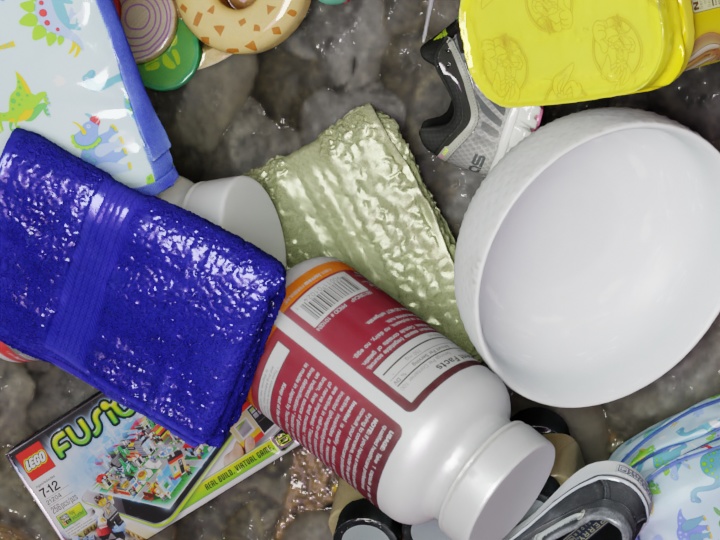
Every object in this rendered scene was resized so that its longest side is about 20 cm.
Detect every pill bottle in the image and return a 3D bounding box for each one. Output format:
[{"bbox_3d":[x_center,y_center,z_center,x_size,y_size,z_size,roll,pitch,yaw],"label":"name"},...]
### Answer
[{"bbox_3d":[0.021,0.087,1.038,0.200,0.113,0.113,37,106,26],"label":"pill bottle"},{"bbox_3d":[-0.160,-0.004,1.099,0.199,0.114,0.115,-8,100,22],"label":"pill bottle"}]

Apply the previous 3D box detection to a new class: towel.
[{"bbox_3d":[0.000,0.000,1.132,0.148,0.036,0.201,-27,96,14],"label":"towel"},{"bbox_3d":[-0.154,0.017,1.011,0.199,0.050,0.148,26,121,7],"label":"towel"}]

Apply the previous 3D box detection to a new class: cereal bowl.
[{"bbox_3d":[0.145,-0.017,1.060,0.199,0.083,0.201,-11,119,-20],"label":"cereal bowl"}]

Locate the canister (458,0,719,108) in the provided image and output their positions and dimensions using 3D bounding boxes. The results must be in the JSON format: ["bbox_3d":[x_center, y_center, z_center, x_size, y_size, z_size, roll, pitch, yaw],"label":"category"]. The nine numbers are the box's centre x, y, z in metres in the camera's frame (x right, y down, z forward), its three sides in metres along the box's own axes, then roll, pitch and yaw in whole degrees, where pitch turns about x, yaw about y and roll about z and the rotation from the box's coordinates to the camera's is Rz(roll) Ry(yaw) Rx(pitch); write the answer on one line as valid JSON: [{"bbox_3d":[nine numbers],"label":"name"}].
[{"bbox_3d":[0.180,-0.159,0.968,0.148,0.199,0.087,-2,103,48],"label":"canister"}]

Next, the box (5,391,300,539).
[{"bbox_3d":[-0.147,0.125,1.180,0.199,0.035,0.110,-33,94,14],"label":"box"}]

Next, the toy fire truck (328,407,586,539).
[{"bbox_3d":[0.085,0.221,1.131,0.175,0.129,0.201,-12,119,16],"label":"toy fire truck"}]

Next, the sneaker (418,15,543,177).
[{"bbox_3d":[0.086,-0.155,1.068,0.087,0.074,0.201,12,107,1],"label":"sneaker"}]

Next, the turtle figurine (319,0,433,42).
[{"bbox_3d":[-0.008,-0.247,1.039,0.100,0.150,0.201,-5,90,24],"label":"turtle figurine"}]

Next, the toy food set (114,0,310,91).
[{"bbox_3d":[-0.140,-0.226,1.104,0.197,0.049,0.201,-18,98,12],"label":"toy food set"}]

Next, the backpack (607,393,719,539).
[{"bbox_3d":[0.252,0.155,1.072,0.199,0.154,0.164,-12,102,18],"label":"backpack"}]

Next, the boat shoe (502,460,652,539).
[{"bbox_3d":[0.109,0.203,1.022,0.072,0.068,0.200,40,122,-2],"label":"boat shoe"}]

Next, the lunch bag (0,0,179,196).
[{"bbox_3d":[-0.218,-0.127,1.055,0.199,0.127,0.171,1,120,40],"label":"lunch bag"}]
